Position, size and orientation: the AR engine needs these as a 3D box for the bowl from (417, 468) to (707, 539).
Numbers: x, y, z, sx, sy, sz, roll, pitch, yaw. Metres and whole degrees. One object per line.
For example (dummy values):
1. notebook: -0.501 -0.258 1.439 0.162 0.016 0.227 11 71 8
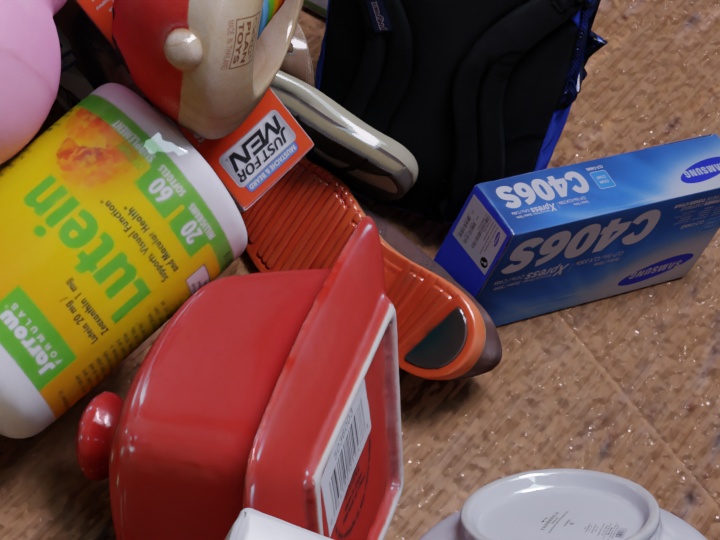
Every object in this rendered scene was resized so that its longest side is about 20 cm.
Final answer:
1. bowl: 0.097 0.156 1.013 0.201 0.091 0.201 -4 20 1

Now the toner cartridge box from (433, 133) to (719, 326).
1. toner cartridge box: 0.138 -0.023 1.274 0.200 0.095 0.043 -14 58 -35

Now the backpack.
1. backpack: 0.066 -0.138 1.268 0.162 0.200 0.168 18 34 11

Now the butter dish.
1. butter dish: -0.068 0.092 1.021 0.148 0.200 0.200 10 41 15

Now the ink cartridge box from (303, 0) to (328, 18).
1. ink cartridge box: 0.032 -0.273 1.421 0.076 0.148 0.200 28 41 1

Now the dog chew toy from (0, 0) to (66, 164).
1. dog chew toy: -0.193 -0.149 1.021 0.124 0.125 0.200 19 75 -10

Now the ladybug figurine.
1. ladybug figurine: -0.074 -0.139 1.041 0.072 0.136 0.200 13 20 5

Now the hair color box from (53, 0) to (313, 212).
1. hair color box: -0.128 -0.118 1.156 0.064 0.111 0.200 -45 103 -25

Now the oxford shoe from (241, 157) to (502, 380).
1. oxford shoe: 0.000 0.000 1.218 0.200 0.071 0.073 43 10 25

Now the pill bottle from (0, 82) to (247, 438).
1. pill bottle: -0.162 0.011 1.028 0.200 0.111 0.111 -42 73 -14

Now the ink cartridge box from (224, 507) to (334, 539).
1. ink cartridge box: -0.023 0.209 0.890 0.145 0.200 0.088 21 46 -9

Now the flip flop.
1. flip flop: -0.045 -0.116 1.204 0.200 0.081 0.058 34 78 3
